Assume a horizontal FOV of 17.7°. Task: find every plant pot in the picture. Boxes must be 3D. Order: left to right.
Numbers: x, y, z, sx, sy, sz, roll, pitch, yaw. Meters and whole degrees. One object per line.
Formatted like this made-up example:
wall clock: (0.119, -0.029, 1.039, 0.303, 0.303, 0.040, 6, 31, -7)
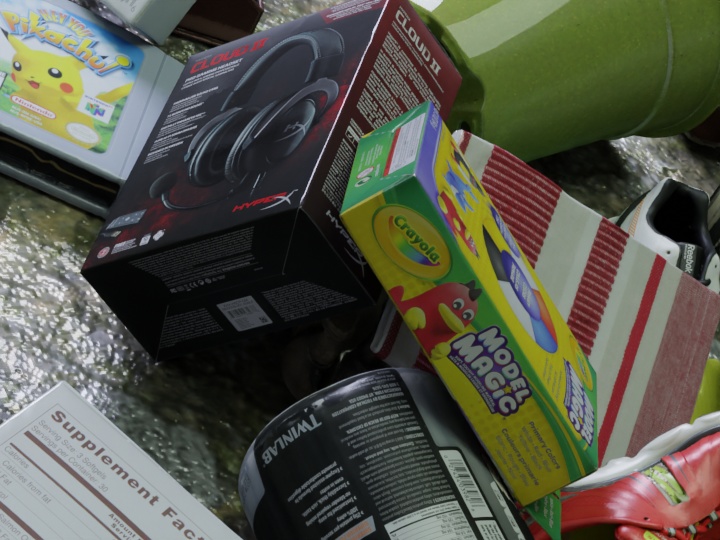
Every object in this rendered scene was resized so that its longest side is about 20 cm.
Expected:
plant pot: (0.098, -0.142, 1.438, 0.190, 0.200, 0.200, -29, 67, -33)

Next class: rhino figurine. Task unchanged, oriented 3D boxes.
rhino figurine: (0.000, 0.000, 1.279, 0.060, 0.088, 0.200, 23, 41, -7)

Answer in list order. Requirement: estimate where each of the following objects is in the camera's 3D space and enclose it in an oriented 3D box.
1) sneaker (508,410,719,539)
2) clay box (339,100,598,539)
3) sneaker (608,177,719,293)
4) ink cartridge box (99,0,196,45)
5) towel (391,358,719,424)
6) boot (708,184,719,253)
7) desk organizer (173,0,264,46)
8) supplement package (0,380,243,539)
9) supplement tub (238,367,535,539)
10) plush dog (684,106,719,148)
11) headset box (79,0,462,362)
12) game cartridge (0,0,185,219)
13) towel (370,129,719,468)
sneaker: (0.158, 0.134, 1.192, 0.199, 0.077, 0.085, -18, 23, 3)
clay box: (0.063, 0.025, 1.135, 0.200, 0.048, 0.115, 57, 16, -16)
sneaker: (0.174, 0.028, 1.365, 0.074, 0.080, 0.200, 17, 48, -21)
ink cartridge box: (-0.137, -0.260, 1.380, 0.200, 0.174, 0.044, 42, 5, 26)
towel: (0.114, 0.089, 1.276, 0.199, 0.018, 0.086, 1, 74, -22)
boot: (0.316, -0.020, 1.521, 0.151, 0.073, 0.200, 46, 36, 17)
desk organizer: (-0.092, -0.237, 1.476, 0.072, 0.077, 0.200, 16, 42, -19)
supplement package: (-0.164, 0.160, 0.982, 0.117, 0.117, 0.200, 40, 39, 10)
supplement tub: (0.030, 0.157, 1.107, 0.122, 0.123, 0.200, -2, 51, -34)
plush dog: (0.255, -0.209, 1.595, 0.200, 0.172, 0.160, 46, 41, 18)
headset box: (-0.041, -0.059, 1.235, 0.077, 0.149, 0.200, 52, 41, -31)
game cartridge: (-0.181, -0.104, 1.314, 0.200, 0.041, 0.133, 24, 36, -10)
towel: (0.103, 0.032, 1.244, 0.200, 0.023, 0.144, 32, 63, -24)
